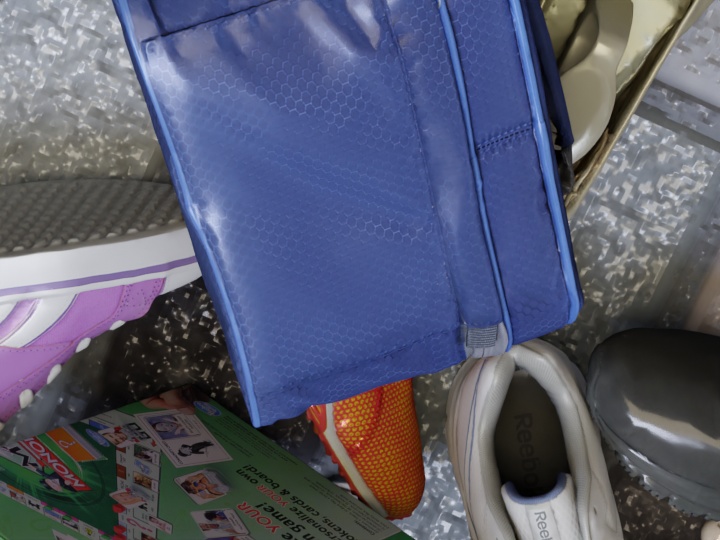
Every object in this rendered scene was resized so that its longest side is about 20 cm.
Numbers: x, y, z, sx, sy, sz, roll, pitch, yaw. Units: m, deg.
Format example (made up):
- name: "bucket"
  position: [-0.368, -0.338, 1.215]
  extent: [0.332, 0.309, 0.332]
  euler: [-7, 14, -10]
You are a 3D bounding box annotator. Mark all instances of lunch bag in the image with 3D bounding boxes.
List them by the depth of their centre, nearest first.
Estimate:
- name: "lunch bag"
  position: [0.000, -0.054, 0.723]
  extent: [0.132, 0.136, 0.200]
  euler: [-19, 124, -4]

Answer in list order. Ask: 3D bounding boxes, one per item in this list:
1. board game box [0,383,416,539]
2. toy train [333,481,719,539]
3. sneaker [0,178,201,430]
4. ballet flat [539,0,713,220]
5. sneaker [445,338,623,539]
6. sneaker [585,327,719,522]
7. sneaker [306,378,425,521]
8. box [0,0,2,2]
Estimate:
- name: "board game box"
  position: [-0.044, 0.112, 0.790]
  extent: [0.200, 0.134, 0.029]
  euler: [32, 122, 34]
- name: "toy train"
  position: [0.064, 0.158, 0.889]
  extent: [0.199, 0.056, 0.151]
  euler: [12, 79, 10]
- name: "sneaker"
  position: [-0.141, 0.036, 0.843]
  extent: [0.200, 0.073, 0.115]
  euler: [-16, 116, -18]
- name: "ballet flat"
  position: [0.097, -0.101, 0.810]
  extent: [0.069, 0.069, 0.200]
  euler: [27, 104, -3]
- name: "sneaker"
  position: [0.069, 0.118, 0.824]
  extent: [0.074, 0.087, 0.201]
  euler: [-16, 77, 2]
- name: "sneaker"
  position: [0.182, 0.053, 0.826]
  extent: [0.199, 0.076, 0.091]
  euler: [15, 140, -8]
- name: "sneaker"
  position: [0.000, 0.000, 0.841]
  extent: [0.077, 0.073, 0.201]
  euler: [-14, 106, -2]
- name: "box"
  position: [-0.146, -0.160, 0.788]
  extent: [0.200, 0.109, 0.128]
  euler: [-35, 100, 11]
